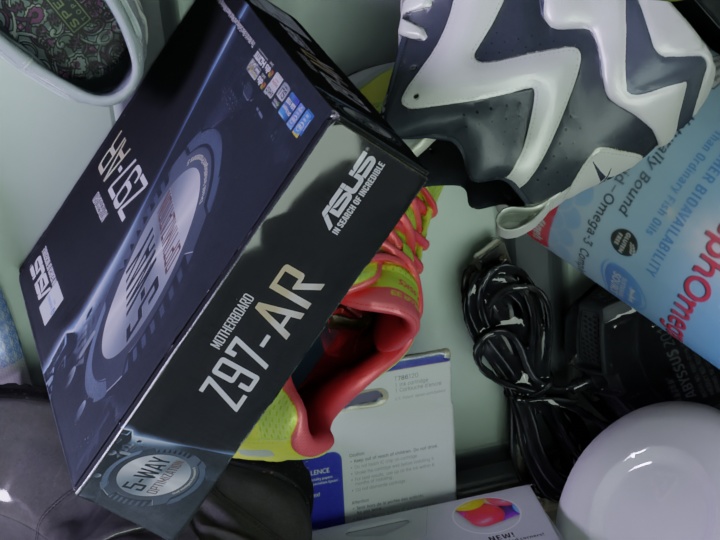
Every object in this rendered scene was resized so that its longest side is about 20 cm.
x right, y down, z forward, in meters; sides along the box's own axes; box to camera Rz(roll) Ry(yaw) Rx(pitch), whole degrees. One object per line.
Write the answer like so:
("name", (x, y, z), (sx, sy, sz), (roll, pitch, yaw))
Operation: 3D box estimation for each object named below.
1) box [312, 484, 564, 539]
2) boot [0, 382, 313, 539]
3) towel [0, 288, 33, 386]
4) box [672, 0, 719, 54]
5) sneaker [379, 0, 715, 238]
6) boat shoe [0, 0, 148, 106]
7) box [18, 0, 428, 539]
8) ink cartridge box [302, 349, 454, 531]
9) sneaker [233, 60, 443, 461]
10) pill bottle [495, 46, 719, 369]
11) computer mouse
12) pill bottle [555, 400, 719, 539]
("box", (0.031, 0.165, 0.773), (0.155, 0.200, 0.041), (-11, 117, -13))
("boot", (-0.111, 0.109, 0.764), (0.198, 0.132, 0.070), (4, 115, -3))
("towel", (-0.222, 0.025, 0.796), (0.146, 0.024, 0.201), (-18, 116, -10))
("box", (0.211, -0.141, 0.827), (0.141, 0.079, 0.200), (-44, 117, 7))
("sneaker", (0.025, -0.096, 0.741), (0.130, 0.080, 0.199), (-44, 83, -5))
("boat shoe", (-0.149, -0.141, 0.720), (0.070, 0.072, 0.201), (-41, 117, 3))
("box", (-0.062, -0.015, 0.728), (0.043, 0.200, 0.161), (30, 102, -25))
("ink cartridge box", (-0.006, 0.126, 0.888), (0.099, 0.039, 0.201), (-8, 116, -14))
("sneaker", (0.000, 0.000, 0.786), (0.078, 0.090, 0.201), (46, 65, -40))
("pill bottle", (0.161, -0.016, 0.791), (0.199, 0.109, 0.109), (36, 102, 17))
("computer mouse", (0.151, 0.018, 0.896), (0.199, 0.053, 0.139), (-19, 119, 5))
("pill bottle", (0.184, 0.138, 0.898), (0.113, 0.112, 0.200), (-52, 139, 9))
